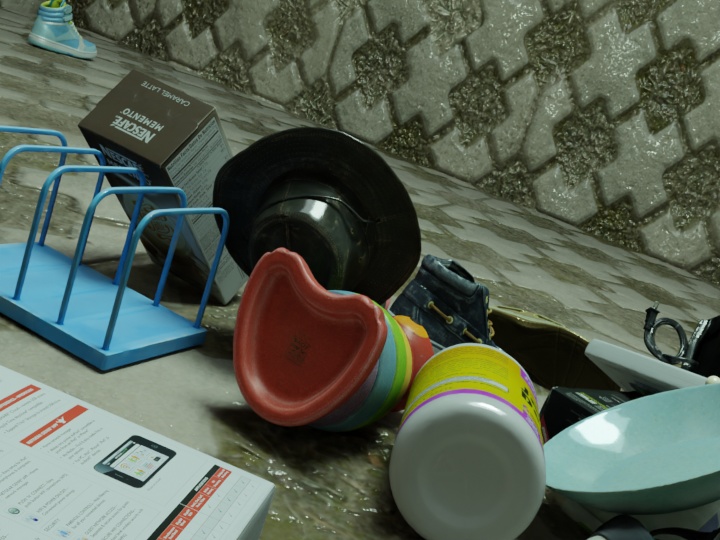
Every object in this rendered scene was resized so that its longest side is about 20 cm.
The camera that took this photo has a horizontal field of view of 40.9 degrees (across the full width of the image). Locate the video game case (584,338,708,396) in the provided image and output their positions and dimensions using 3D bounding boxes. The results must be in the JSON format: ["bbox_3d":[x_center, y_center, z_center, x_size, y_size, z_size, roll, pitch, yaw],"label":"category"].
[{"bbox_3d":[0.328,0.144,0.923,0.181,0.024,0.200,41,-7,-21],"label":"video game case"}]

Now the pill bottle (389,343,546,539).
[{"bbox_3d":[0.081,0.115,0.706,0.102,0.106,0.200,20,13,4],"label":"pill bottle"}]

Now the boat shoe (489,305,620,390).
[{"bbox_3d":[0.211,0.085,1.104,0.198,0.075,0.066,26,19,24],"label":"boat shoe"}]

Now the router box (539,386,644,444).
[{"bbox_3d":[0.269,0.175,0.843,0.148,0.063,0.199,8,17,-42],"label":"router box"}]

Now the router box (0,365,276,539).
[{"bbox_3d":[-0.150,0.123,0.449,0.177,0.050,0.200,22,13,7],"label":"router box"}]

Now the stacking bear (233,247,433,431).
[{"bbox_3d":[-0.004,0.070,0.764,0.120,0.115,0.199,30,5,29],"label":"stacking bear"}]

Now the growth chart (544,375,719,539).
[{"bbox_3d":[0.259,0.158,0.733,0.198,0.018,0.145,-31,41,-15],"label":"growth chart"}]

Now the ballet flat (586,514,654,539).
[{"bbox_3d":[0.152,0.198,0.562,0.072,0.074,0.200,18,15,-7],"label":"ballet flat"}]

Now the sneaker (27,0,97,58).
[{"bbox_3d":[-0.730,-0.611,2.421,0.079,0.133,0.199,24,13,29],"label":"sneaker"}]

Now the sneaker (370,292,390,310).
[{"bbox_3d":[0.000,0.000,0.978,0.086,0.075,0.200,17,14,-27],"label":"sneaker"}]

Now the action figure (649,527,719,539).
[{"bbox_3d":[0.256,0.203,0.580,0.118,0.102,0.201,37,11,-25],"label":"action figure"}]

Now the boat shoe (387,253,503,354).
[{"bbox_3d":[0.110,0.054,0.974,0.199,0.092,0.071,25,12,-46],"label":"boat shoe"}]

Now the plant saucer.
[{"bbox_3d":[0.221,0.132,0.686,0.197,0.039,0.201,-19,4,1],"label":"plant saucer"}]

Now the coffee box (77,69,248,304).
[{"bbox_3d":[-0.171,-0.075,0.918,0.113,0.080,0.202,25,-28,29],"label":"coffee box"}]

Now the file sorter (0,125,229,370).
[{"bbox_3d":[-0.226,-0.026,0.786,0.197,0.125,0.138,25,14,20],"label":"file sorter"}]

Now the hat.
[{"bbox_3d":[-0.040,-0.014,0.808,0.197,0.202,0.082,18,41,-7],"label":"hat"}]

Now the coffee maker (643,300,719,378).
[{"bbox_3d":[0.385,0.069,0.873,0.188,0.137,0.201,9,-25,-5],"label":"coffee maker"}]
